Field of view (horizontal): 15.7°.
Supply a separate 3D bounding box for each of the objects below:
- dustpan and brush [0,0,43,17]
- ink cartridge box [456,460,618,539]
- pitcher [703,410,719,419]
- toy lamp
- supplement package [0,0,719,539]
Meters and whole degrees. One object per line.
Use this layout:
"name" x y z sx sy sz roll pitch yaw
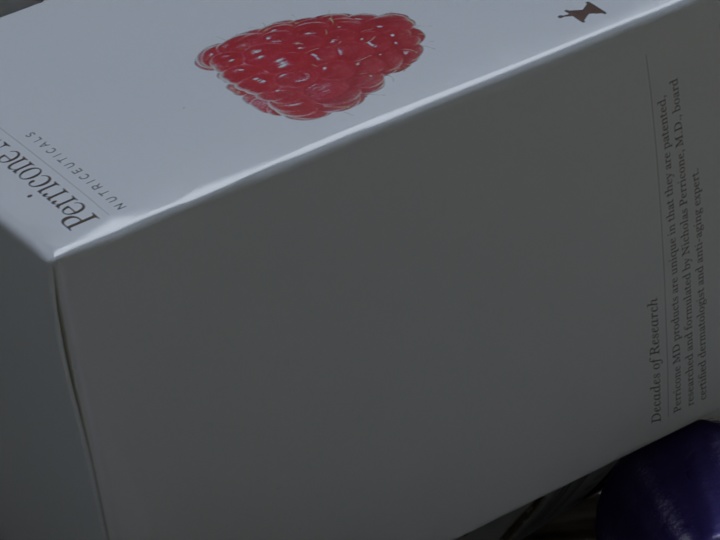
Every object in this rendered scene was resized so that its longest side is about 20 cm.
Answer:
"dustpan and brush" -0.135 -0.118 0.915 0.057 0.140 0.200 11 12 -23
"ink cartridge box" 0.000 0.000 0.829 0.200 0.047 0.198 46 14 9
"pitcher" 0.185 0.018 1.031 0.200 0.121 0.172 13 11 -5
"toy lamp" 0.082 0.044 0.719 0.058 0.058 0.200 1 21 -7
"supplement package" -0.006 -0.010 0.642 0.200 0.120 0.121 -24 35 -25
